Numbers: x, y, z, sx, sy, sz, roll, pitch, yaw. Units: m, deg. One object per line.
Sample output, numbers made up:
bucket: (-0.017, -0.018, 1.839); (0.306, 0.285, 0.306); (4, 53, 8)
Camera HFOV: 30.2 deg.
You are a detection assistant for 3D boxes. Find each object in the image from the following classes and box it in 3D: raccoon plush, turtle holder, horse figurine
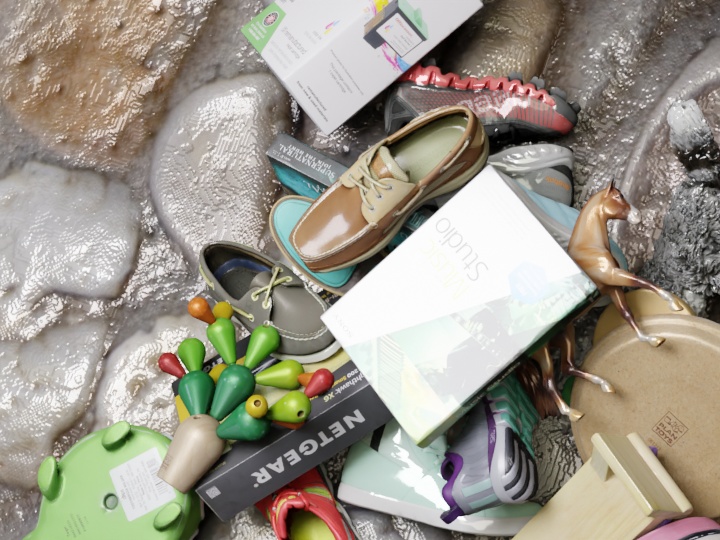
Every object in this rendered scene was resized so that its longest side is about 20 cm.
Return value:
raccoon plush: (0.272, -0.037, 1.197); (0.133, 0.097, 0.202); (-26, 96, 5)
turtle holder: (-0.225, 0.233, 1.239); (0.140, 0.132, 0.187); (32, 86, 17)
horse figurine: (0.188, 0.038, 1.138); (0.133, 0.050, 0.201); (51, 119, 26)

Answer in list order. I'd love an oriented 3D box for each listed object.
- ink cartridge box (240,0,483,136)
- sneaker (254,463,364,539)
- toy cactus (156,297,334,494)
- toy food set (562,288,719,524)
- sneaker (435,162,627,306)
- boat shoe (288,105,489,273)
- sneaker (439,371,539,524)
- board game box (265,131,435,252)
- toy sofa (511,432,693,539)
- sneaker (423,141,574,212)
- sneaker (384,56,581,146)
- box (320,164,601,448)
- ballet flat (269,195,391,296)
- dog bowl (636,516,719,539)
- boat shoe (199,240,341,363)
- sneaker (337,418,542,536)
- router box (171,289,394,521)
ink cartridge box: (0.000, -0.246, 1.297); (0.199, 0.084, 0.145); (-40, 36, 1)
sneaker: (-0.058, 0.214, 1.225); (0.077, 0.085, 0.200); (-43, 62, 0)
toy cactus: (-0.123, 0.115, 1.166); (0.199, 0.102, 0.166); (23, 74, 39)
toy food set: (0.272, 0.130, 1.158); (0.199, 0.049, 0.200); (29, 115, 17)
sneaker: (0.155, -0.039, 1.215); (0.199, 0.082, 0.074); (37, 113, 7)
boat shoe: (0.022, -0.079, 1.147); (0.199, 0.074, 0.076); (-37, 68, -6)
sneaker: (0.106, 0.138, 1.175); (0.087, 0.201, 0.075); (-27, 111, 21)
board game box: (0.011, -0.048, 1.251); (0.199, 0.135, 0.028); (29, 75, 19)
toy sofa: (0.185, 0.233, 1.123); (0.200, 0.097, 0.083); (-50, 52, 22)
sneaker: (0.108, -0.070, 1.270); (0.197, 0.074, 0.080); (-8, 80, 11)
sneaker: (0.110, -0.144, 1.287); (0.198, 0.071, 0.099); (11, 79, 17)
box: (0.082, 0.030, 1.123); (0.200, 0.036, 0.145); (-42, 68, 7)
ballet flat: (0.000, 0.000, 1.247); (0.199, 0.063, 0.069); (35, 91, 1)
dog bowl: (0.246, 0.282, 1.094); (0.199, 0.200, 0.074); (-37, 55, 2)
boat shoe: (-0.087, 0.026, 1.248); (0.072, 0.061, 0.201); (-43, 39, -17)
sneaker: (0.082, 0.171, 1.211); (0.198, 0.074, 0.120); (10, 85, 17)
router box: (-0.071, 0.116, 1.233); (0.199, 0.052, 0.158); (-32, 36, 4)
